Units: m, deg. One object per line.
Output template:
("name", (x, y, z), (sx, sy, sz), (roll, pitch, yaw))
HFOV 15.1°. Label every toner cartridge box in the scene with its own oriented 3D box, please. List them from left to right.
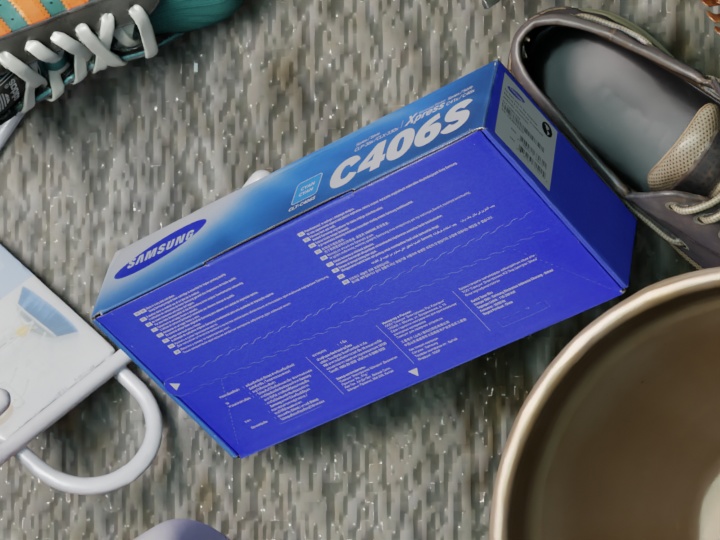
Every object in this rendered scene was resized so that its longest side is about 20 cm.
("toner cartridge box", (0.000, 0.000, 1.059), (0.200, 0.043, 0.095), (-24, 122, 32))

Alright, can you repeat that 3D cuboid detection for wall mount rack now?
("wall mount rack", (-0.141, -0.008, 1.156), (0.200, 0.075, 0.174), (41, 63, 18))

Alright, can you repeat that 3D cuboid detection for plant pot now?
("plant pot", (0.155, 0.100, 1.014), (0.200, 0.093, 0.202), (-2, 86, 21))

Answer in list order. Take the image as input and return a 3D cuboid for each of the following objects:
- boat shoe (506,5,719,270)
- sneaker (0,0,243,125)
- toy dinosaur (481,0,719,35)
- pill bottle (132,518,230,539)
("boat shoe", (0.133, -0.035, 1.041), (0.200, 0.073, 0.075), (33, 99, 21))
("sneaker", (-0.142, -0.095, 1.131), (0.199, 0.071, 0.080), (-8, 62, 2))
("toy dinosaur", (0.086, -0.173, 1.051), (0.135, 0.102, 0.200), (-26, 42, -17))
("pill bottle", (-0.123, 0.196, 1.109), (0.200, 0.112, 0.113), (-34, 75, 17))
